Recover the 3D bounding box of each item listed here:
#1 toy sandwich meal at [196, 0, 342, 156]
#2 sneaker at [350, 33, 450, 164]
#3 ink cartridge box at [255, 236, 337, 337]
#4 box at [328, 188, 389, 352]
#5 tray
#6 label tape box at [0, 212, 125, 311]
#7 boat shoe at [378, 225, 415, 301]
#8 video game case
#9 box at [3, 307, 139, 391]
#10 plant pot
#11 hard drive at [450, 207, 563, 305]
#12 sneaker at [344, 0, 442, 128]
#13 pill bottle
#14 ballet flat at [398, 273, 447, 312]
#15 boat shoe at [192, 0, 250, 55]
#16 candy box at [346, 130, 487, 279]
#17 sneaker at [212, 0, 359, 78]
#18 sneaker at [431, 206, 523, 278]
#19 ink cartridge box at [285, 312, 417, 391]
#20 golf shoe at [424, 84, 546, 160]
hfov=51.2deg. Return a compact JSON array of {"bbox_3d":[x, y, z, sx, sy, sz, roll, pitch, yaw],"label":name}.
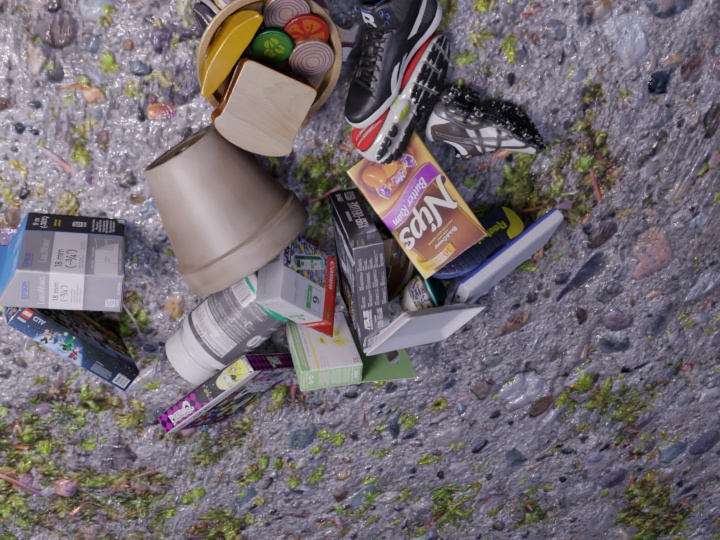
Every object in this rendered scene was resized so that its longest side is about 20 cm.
[{"bbox_3d":[-0.110,-0.238,0.921,0.203,0.071,0.206,-12,134,-12],"label":"toy sandwich meal"},{"bbox_3d":[0.051,-0.250,1.050,0.201,0.085,0.077,-57,151,2],"label":"sneaker"},{"bbox_3d":[-0.077,0.025,1.149,0.050,0.110,0.200,-9,155,31],"label":"ink cartridge box"},{"bbox_3d":[0.000,0.000,1.160,0.049,0.158,0.201,-12,128,-9],"label":"box"},{"bbox_3d":[0.100,0.084,1.153,0.199,0.022,0.107,-5,148,-47],"label":"tray"},{"bbox_3d":[-0.425,-0.014,1.023,0.198,0.145,0.064,3,124,-20],"label":"label tape box"},{"bbox_3d":[0.057,-0.048,1.204,0.073,0.076,0.201,15,113,-18],"label":"boat shoe"},{"bbox_3d":[-0.209,0.198,1.242,0.181,0.036,0.200,-35,166,11],"label":"video game case"},{"bbox_3d":[-0.426,0.088,1.100,0.038,0.136,0.200,-50,126,-3],"label":"box"},{"bbox_3d":[-0.196,-0.096,1.028,0.199,0.200,0.174,-29,111,5],"label":"plant pot"},{"bbox_3d":[0.236,-0.014,1.227,0.199,0.025,0.132,-37,166,-11],"label":"hard drive"},{"bbox_3d":[0.017,-0.295,0.979,0.112,0.073,0.201,26,98,-53],"label":"sneaker"},{"bbox_3d":[-0.205,0.084,1.184,0.200,0.113,0.113,-40,127,13],"label":"pill bottle"},{"bbox_3d":[0.099,0.046,1.224,0.072,0.072,0.200,-36,172,10],"label":"ballet flat"},{"bbox_3d":[-0.170,-0.252,0.972,0.063,0.073,0.201,-37,134,-11],"label":"boat shoe"},{"bbox_3d":[0.085,-0.103,1.115,0.116,0.056,0.201,-36,95,10],"label":"candy box"},{"bbox_3d":[-0.094,-0.327,0.955,0.199,0.075,0.090,23,108,-37],"label":"sneaker"},{"bbox_3d":[0.177,-0.030,1.218,0.199,0.074,0.082,-24,160,-26],"label":"sneaker"},{"bbox_3d":[-0.016,0.128,1.254,0.198,0.146,0.048,-6,125,-14],"label":"ink cartridge box"},{"bbox_3d":[0.186,-0.208,1.133,0.198,0.078,0.095,16,136,-25],"label":"golf shoe"}]
